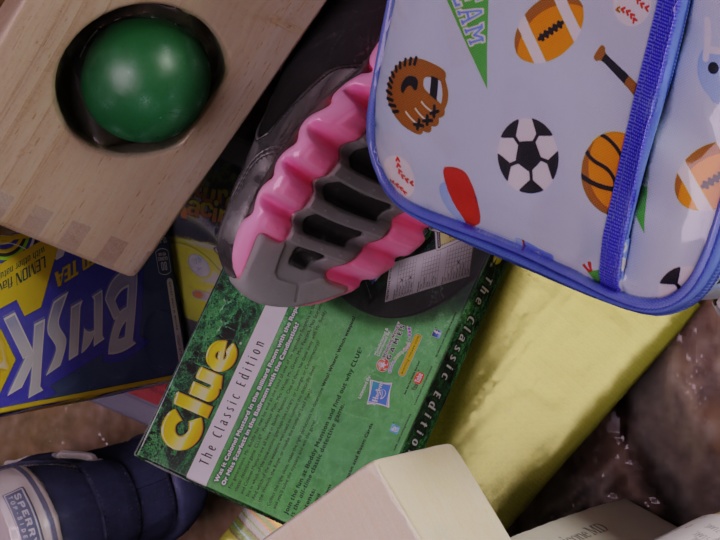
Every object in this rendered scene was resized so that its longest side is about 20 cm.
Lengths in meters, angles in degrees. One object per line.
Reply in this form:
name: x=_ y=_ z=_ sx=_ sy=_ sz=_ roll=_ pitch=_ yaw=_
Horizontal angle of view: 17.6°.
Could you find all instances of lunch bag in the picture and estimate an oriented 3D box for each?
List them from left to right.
lunch bag: x=0.088 y=-0.094 z=0.731 sx=0.160 sy=0.075 sz=0.201 roll=26 pitch=112 yaw=38

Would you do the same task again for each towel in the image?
towel: x=0.036 y=0.061 z=0.896 sx=0.086 sy=0.018 sz=0.200 roll=43 pitch=101 yaw=17

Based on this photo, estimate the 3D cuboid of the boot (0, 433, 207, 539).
boot: x=-0.139 y=0.116 z=1.016 sx=0.200 sy=0.090 sz=0.073 roll=-20 pitch=85 yaw=62

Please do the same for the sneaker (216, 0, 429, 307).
sneaker: x=0.000 y=-0.080 z=0.871 sx=0.095 sy=0.079 sz=0.201 roll=24 pitch=81 yaw=45

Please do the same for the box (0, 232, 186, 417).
box: x=-0.152 y=0.023 z=0.892 sx=0.064 sy=0.200 sz=0.070 roll=-9 pitch=89 yaw=33

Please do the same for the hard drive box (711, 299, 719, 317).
hard drive box: x=0.239 y=0.017 z=0.746 sx=0.200 sy=0.077 sz=0.156 roll=-38 pitch=74 yaw=30

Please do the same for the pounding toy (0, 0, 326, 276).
pounding toy: x=-0.104 y=-0.120 z=0.857 sx=0.184 sy=0.142 sz=0.200 roll=-54 pitch=33 yaw=22

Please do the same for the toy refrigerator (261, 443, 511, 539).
toy refrigerator: x=0.043 y=0.164 z=0.776 sx=0.076 sy=0.070 sz=0.200 roll=-38 pitch=75 yaw=24

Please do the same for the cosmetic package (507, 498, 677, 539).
cosmetic package: x=0.140 y=0.167 z=0.811 sx=0.199 sy=0.103 sz=0.088 roll=26 pitch=108 yaw=27

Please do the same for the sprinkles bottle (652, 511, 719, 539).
sprinkles bottle: x=0.081 y=0.122 z=0.712 sx=0.068 sy=0.199 sz=0.069 roll=37 pitch=138 yaw=43

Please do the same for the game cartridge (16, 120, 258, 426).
game cartridge: x=-0.065 y=0.003 z=0.973 sx=0.199 sy=0.041 sz=0.134 roll=19 pitch=101 yaw=31

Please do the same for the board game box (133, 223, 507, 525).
board game box: x=0.000 y=0.000 z=0.888 sx=0.104 sy=0.023 sz=0.201 roll=22 pitch=82 yaw=25
